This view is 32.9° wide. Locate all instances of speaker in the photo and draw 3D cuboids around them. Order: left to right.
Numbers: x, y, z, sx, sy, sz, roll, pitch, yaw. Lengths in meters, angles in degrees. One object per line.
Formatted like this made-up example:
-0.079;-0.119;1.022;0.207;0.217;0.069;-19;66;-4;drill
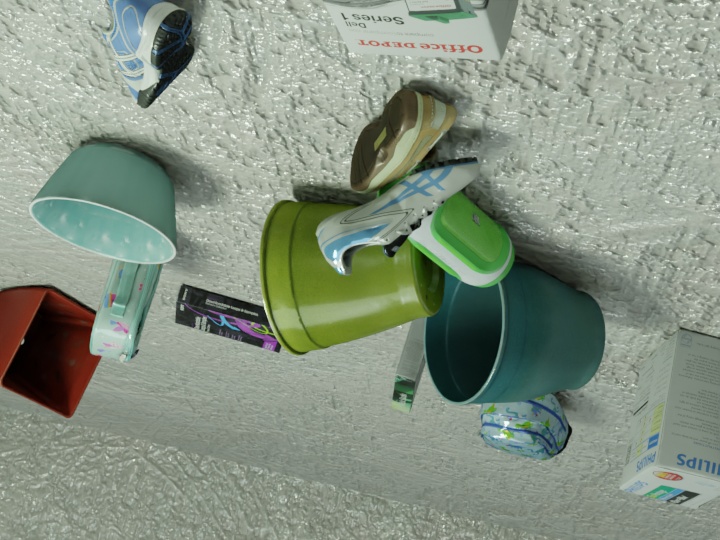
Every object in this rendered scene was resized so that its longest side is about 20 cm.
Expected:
0.104;-0.053;1.451;0.088;0.089;0.200;-2;155;38;speaker

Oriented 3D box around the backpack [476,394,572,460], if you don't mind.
0.276;0.256;2.109;0.162;0.155;0.201;15;149;17;backpack

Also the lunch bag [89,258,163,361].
-0.349;0.036;1.842;0.076;0.202;0.160;16;158;-12;lunch bag

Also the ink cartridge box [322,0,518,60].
0.036;-0.254;0.962;0.145;0.085;0.200;7;158;22;ink cartridge box

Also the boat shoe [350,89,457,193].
0.047;-0.130;1.323;0.075;0.072;0.200;4;165;-18;boat shoe

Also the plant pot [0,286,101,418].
-0.637;0.141;2.370;0.175;0.201;0.200;16;165;37;plant pot

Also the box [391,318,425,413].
0.085;0.123;1.850;0.036;0.145;0.200;17;160;7;box

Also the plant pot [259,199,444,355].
0.000;0.000;1.548;0.191;0.202;0.200;-6;154;22;plant pot

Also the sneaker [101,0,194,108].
-0.219;-0.232;1.248;0.077;0.076;0.200;38;159;1;sneaker

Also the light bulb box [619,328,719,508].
0.468;0.217;1.749;0.124;0.202;0.198;14;161;2;light bulb box

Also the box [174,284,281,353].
-0.226;0.087;2.135;0.198;0.036;0.143;17;160;-3;box

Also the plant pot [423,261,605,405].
0.212;0.083;1.610;0.186;0.202;0.200;7;165;-25;plant pot

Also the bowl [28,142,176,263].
-0.324;-0.096;1.611;0.199;0.106;0.201;14;160;5;bowl

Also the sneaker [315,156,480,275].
0.047;-0.062;1.327;0.199;0.073;0.072;-29;175;14;sneaker
